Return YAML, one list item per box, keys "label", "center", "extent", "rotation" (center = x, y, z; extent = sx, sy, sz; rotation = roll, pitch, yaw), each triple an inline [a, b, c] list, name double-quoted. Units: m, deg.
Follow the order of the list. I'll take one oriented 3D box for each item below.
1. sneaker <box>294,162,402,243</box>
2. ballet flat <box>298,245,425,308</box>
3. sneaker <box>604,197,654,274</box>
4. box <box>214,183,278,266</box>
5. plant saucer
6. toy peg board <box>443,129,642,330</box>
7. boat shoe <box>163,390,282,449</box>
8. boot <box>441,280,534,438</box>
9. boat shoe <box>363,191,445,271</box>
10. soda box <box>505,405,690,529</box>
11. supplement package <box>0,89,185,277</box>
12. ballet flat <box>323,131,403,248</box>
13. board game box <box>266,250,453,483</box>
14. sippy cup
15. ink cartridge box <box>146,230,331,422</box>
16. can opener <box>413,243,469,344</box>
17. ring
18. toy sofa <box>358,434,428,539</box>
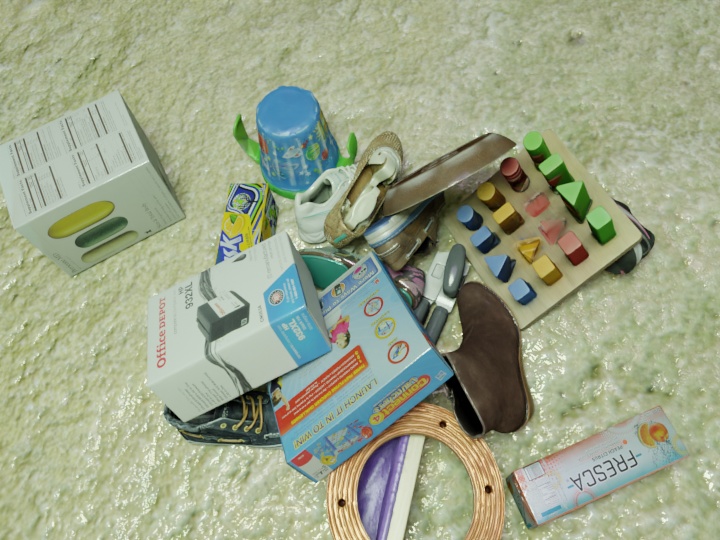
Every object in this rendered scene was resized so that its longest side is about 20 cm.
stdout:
- label: "sneaker"
  center: [-0.015, -0.123, 0.885]
  extent: [0.199, 0.081, 0.070]
  rotation: [-38, 58, -15]
- label: "ballet flat"
  center: [0.000, 0.000, 0.835]
  extent: [0.195, 0.070, 0.072]
  rotation: [15, 46, 19]
- label: "sneaker"
  center: [0.333, -0.080, 0.848]
  extent: [0.085, 0.081, 0.202]
  rotation: [-19, 60, -30]
- label: "box"
  center: [-0.168, -0.023, 0.858]
  extent: [0.062, 0.070, 0.205]
  rotation: [0, 64, 8]
- label: "plant saucer"
  center: [0.110, -0.133, 0.786]
  extent: [0.197, 0.200, 0.033]
  rotation: [-31, 99, -9]
- label: "toy peg board"
  center: [0.224, -0.066, 0.783]
  extent: [0.198, 0.097, 0.202]
  rotation: [-39, 63, 16]
- label: "boat shoe"
  center: [-0.144, 0.184, 0.744]
  extent: [0.195, 0.091, 0.073]
  rotation: [-6, 63, 2]
- label: "boot"
  center: [0.143, 0.097, 0.718]
  extent: [0.072, 0.165, 0.204]
  rotation: [-32, 65, 29]
- label: "boat shoe"
  center: [0.072, -0.058, 0.830]
  extent: [0.199, 0.071, 0.074]
  rotation: [-38, 103, -48]
- label: "soda box"
  center: [0.273, 0.232, 0.694]
  extent: [0.196, 0.069, 0.065]
  rotation: [-22, 64, -4]
- label: "supplement package"
  center: [-0.399, -0.127, 0.883]
  extent: [0.197, 0.153, 0.152]
  rotation: [-28, 65, -9]
- label: "ballet flat"
  center: [0.019, -0.118, 0.835]
  extent: [0.070, 0.065, 0.203]
  rotation: [35, 71, -21]
- label: "board game box"
  center: [-0.017, 0.104, 0.697]
  extent: [0.199, 0.056, 0.197]
  rotation: [-39, 37, 6]
- label: "sippy cup"
  center: [-0.101, -0.203, 0.905]
  extent: [0.174, 0.131, 0.142]
  rotation: [-21, 64, -6]
- label: "ink cartridge box"
  center: [-0.149, 0.063, 0.705]
  extent: [0.196, 0.084, 0.147]
  rotation: [-26, 43, 3]
- label: "can opener"
  center: [0.093, 0.054, 0.797]
  extent: [0.052, 0.067, 0.203]
  rotation: [21, 68, 16]
- label: "ring"
  center: [0.059, 0.247, 0.645]
  extent: [0.195, 0.019, 0.205]
  rotation: [0, 64, 0]
- label: "toy sofa"
  center: [0.030, 0.260, 0.696]
  extent: [0.095, 0.083, 0.204]
  rotation: [12, 66, 10]
